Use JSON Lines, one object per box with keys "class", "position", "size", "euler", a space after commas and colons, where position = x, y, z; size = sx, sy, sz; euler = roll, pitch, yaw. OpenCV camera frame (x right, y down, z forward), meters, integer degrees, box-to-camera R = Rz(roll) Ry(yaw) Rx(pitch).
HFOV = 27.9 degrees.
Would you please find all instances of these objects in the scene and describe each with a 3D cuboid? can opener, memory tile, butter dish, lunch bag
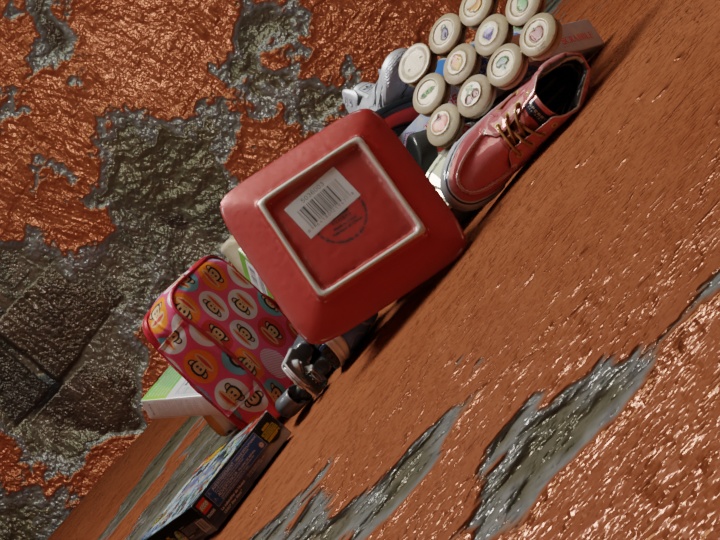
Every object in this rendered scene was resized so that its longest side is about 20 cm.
{"class": "can opener", "position": [-0.068, 0.112, 1.629], "size": [0.067, 0.053, 0.200], "euler": [-47, 4, 9]}
{"class": "memory tile", "position": [0.128, -0.243, 1.600], "size": [0.200, 0.017, 0.154], "euler": [-42, 47, 28]}
{"class": "butter dish", "position": [-0.013, -0.032, 1.525], "size": [0.199, 0.200, 0.148], "euler": [-33, -18, -4]}
{"class": "lunch bag", "position": [-0.144, 0.077, 1.706], "size": [0.082, 0.200, 0.176], "euler": [-43, 4, 32]}

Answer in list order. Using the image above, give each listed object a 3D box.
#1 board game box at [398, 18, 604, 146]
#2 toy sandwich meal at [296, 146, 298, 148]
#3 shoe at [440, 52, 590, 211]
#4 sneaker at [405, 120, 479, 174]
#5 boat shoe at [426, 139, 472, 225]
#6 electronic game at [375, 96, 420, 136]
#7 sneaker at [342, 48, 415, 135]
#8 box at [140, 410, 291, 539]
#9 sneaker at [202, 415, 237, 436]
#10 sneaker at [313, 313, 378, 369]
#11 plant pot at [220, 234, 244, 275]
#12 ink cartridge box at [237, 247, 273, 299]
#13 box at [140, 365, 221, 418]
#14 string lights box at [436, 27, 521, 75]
{"class": "board game box", "position": [0.166, -0.212, 1.732], "size": [0.199, 0.041, 0.199], "euler": [-21, -17, -45]}
{"class": "toy sandwich meal", "position": [-0.017, -0.060, 1.701], "size": [0.070, 0.206, 0.205], "euler": [-30, -7, -35]}
{"class": "shoe", "position": [0.163, -0.150, 1.522], "size": [0.200, 0.071, 0.091], "euler": [-47, 1, -22]}
{"class": "sneaker", "position": [0.106, -0.099, 1.713], "size": [0.107, 0.067, 0.202], "euler": [-14, -33, -13]}
{"class": "boat shoe", "position": [0.074, -0.052, 1.611], "size": [0.200, 0.060, 0.072], "euler": [-52, 48, -3]}
{"class": "electronic game", "position": [0.033, -0.131, 1.798], "size": [0.199, 0.042, 0.201], "euler": [-29, -32, -21]}
{"class": "sneaker", "position": [0.028, -0.223, 1.834], "size": [0.075, 0.115, 0.200], "euler": [-32, -31, -17]}
{"class": "box", "position": [-0.160, 0.237, 1.556], "size": [0.137, 0.040, 0.200], "euler": [-51, 5, -34]}
{"class": "sneaker", "position": [-0.154, 0.155, 2.015], "size": [0.088, 0.075, 0.200], "euler": [-37, 17, 20]}
{"class": "sneaker", "position": [-0.019, 0.051, 1.629], "size": [0.077, 0.076, 0.200], "euler": [-42, 15, 4]}
{"class": "plant pot", "position": [-0.090, -0.019, 2.056], "size": [0.201, 0.183, 0.200], "euler": [-48, 5, 5]}
{"class": "ink cartridge box", "position": [-0.047, -0.013, 1.885], "size": [0.199, 0.076, 0.148], "euler": [-34, -40, -19]}
{"class": "box", "position": [-0.177, 0.138, 1.932], "size": [0.199, 0.037, 0.144], "euler": [-5, 30, 31]}
{"class": "string lights box", "position": [0.153, -0.253, 1.906], "size": [0.199, 0.059, 0.103], "euler": [-30, 28, -15]}
